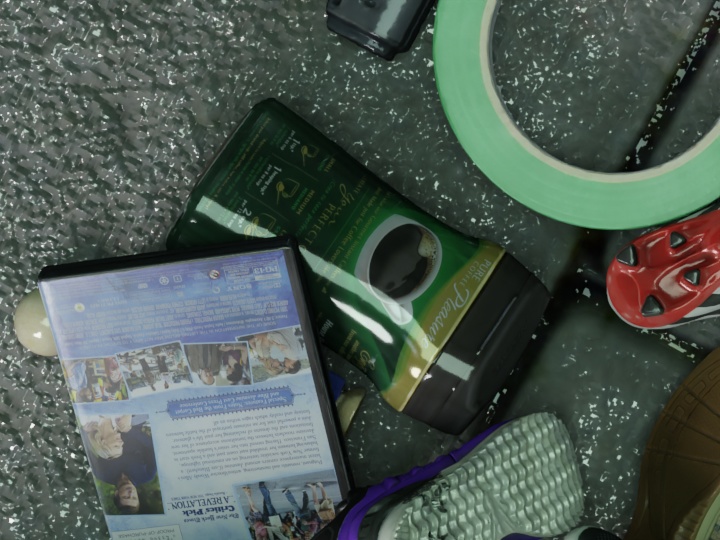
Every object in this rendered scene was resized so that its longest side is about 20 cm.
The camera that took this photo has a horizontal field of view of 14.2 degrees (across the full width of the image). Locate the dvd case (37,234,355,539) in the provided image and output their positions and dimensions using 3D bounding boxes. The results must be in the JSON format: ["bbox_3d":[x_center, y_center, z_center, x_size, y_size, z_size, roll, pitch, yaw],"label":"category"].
[{"bbox_3d":[-0.084,0.078,1.575,0.142,0.018,0.200,-7,118,10],"label":"dvd case"}]

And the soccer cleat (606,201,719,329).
[{"bbox_3d":[0.229,-0.019,1.572,0.200,0.085,0.069,-23,79,11],"label":"soccer cleat"}]

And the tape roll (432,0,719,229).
[{"bbox_3d":[0.141,-0.122,1.597,0.200,0.048,0.201,0,93,4],"label":"tape roll"}]

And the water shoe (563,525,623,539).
[{"bbox_3d":[0.180,0.190,1.498,0.079,0.071,0.200,-58,48,24],"label":"water shoe"}]

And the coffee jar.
[{"bbox_3d":[0.000,0.000,1.589,0.200,0.085,0.104,34,67,3],"label":"coffee jar"}]

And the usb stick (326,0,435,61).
[{"bbox_3d":[0.045,-0.214,1.608,0.055,0.033,0.200,28,95,7],"label":"usb stick"}]

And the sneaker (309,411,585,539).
[{"bbox_3d":[0.039,0.129,1.567,0.099,0.200,0.070,-13,95,38],"label":"sneaker"}]

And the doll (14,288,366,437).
[{"bbox_3d":[-0.104,0.064,1.625,0.200,0.048,0.137,25,94,3],"label":"doll"}]

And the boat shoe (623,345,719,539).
[{"bbox_3d":[0.192,0.133,1.601,0.063,0.073,0.200,17,101,-34],"label":"boat shoe"}]
